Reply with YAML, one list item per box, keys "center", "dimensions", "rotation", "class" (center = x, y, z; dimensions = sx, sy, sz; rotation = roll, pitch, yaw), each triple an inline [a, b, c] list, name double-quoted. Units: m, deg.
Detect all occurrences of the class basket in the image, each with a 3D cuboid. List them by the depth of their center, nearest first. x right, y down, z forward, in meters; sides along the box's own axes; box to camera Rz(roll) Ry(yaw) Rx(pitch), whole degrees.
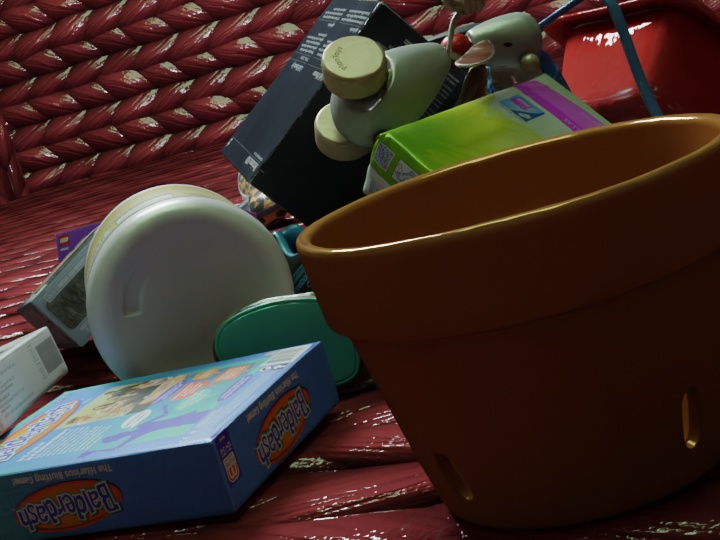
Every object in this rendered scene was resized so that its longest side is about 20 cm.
- center: [0.163, -0.123, 1.097]
  dimensions: [0.199, 0.177, 0.139]
  rotation: [-22, 1, 43]
  class: "basket"

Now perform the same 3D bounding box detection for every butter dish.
- center: [0.272, -0.147, 1.179]
  dimensions: [0.199, 0.149, 0.200]
  rotation: [28, -13, -29]
  class: "butter dish"

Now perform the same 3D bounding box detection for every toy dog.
- center: [0.058, -0.136, 0.975]
  dimensions: [0.199, 0.097, 0.132]
  rotation: [-32, -29, 2]
  class: "toy dog"

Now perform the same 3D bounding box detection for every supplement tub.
- center: [-0.133, 0.011, 0.952]
  dimensions: [0.144, 0.145, 0.200]
  rotation: [-18, 11, -10]
  class: "supplement tub"

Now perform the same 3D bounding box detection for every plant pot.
- center: [0.084, 0.024, 0.580]
  dimensions: [0.199, 0.141, 0.200]
  rotation: [-15, 11, 3]
  class: "plant pot"

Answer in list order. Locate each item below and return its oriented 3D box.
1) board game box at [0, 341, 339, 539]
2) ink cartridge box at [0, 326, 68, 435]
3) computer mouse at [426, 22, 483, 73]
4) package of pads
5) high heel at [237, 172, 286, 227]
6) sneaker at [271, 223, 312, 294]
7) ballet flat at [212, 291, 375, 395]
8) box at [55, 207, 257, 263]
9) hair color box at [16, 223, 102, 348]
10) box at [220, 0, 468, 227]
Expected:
- center: [-0.131, 0.103, 0.756]
  dimensions: [0.199, 0.045, 0.152]
  rotation: [-12, 12, 25]
  class: "board game box"
- center: [-0.305, 0.108, 0.876]
  dimensions: [0.175, 0.045, 0.200]
  rotation: [-26, 6, 1]
  class: "ink cartridge box"
- center: [0.042, -0.191, 1.281]
  dimensions: [0.199, 0.053, 0.138]
  rotation: [-19, 0, 6]
  class: "computer mouse"
- center: [0.121, -0.058, 0.933]
  dimensions: [0.199, 0.068, 0.154]
  rotation: [-25, 58, -38]
  class: "package of pads"
- center: [-0.107, -0.115, 1.705]
  dimensions: [0.142, 0.072, 0.200]
  rotation: [-16, 25, 38]
  class: "high heel"
- center: [0.000, 0.000, 0.976]
  dimensions: [0.199, 0.082, 0.073]
  rotation: [-5, 14, 42]
  class: "sneaker"
- center: [0.006, 0.043, 0.831]
  dimensions: [0.199, 0.070, 0.071]
  rotation: [-11, -6, 9]
  class: "ballet flat"
- center: [-0.236, -0.038, 1.501]
  dimensions: [0.199, 0.039, 0.137]
  rotation: [-13, -12, 19]
  class: "box"
- center: [-0.252, 0.016, 1.162]
  dimensions: [0.099, 0.061, 0.200]
  rotation: [-50, 12, -15]
  class: "hair color box"
- center: [-0.020, -0.134, 1.123]
  dimensions: [0.182, 0.104, 0.200]
  rotation: [-52, 18, 3]
  class: "box"
